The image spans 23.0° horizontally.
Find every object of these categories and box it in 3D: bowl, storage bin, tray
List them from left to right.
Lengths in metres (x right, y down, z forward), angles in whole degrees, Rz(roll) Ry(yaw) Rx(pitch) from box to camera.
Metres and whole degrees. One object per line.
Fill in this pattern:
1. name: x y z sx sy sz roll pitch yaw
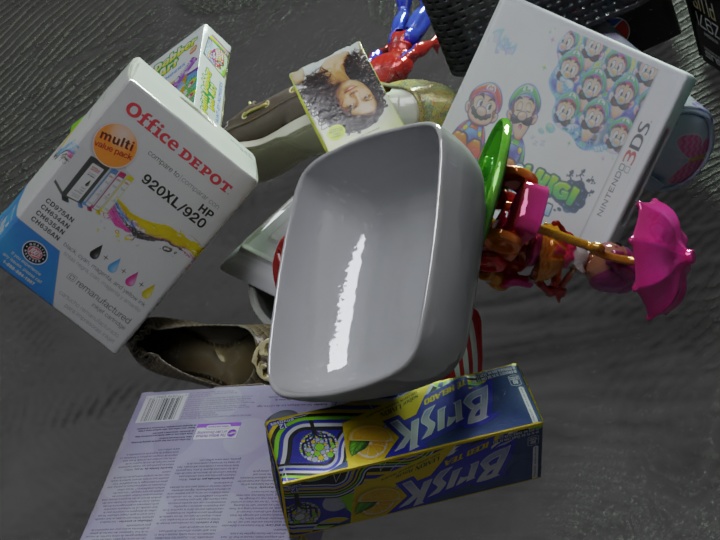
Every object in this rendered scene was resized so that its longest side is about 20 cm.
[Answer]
1. tray: -0.029 -0.055 1.584 0.107 0.022 0.200 23 58 43
2. bowl: 0.019 0.004 1.312 0.200 0.074 0.201 -13 63 52
3. storage bin: 0.154 -0.273 1.620 0.199 0.094 0.135 -22 29 7

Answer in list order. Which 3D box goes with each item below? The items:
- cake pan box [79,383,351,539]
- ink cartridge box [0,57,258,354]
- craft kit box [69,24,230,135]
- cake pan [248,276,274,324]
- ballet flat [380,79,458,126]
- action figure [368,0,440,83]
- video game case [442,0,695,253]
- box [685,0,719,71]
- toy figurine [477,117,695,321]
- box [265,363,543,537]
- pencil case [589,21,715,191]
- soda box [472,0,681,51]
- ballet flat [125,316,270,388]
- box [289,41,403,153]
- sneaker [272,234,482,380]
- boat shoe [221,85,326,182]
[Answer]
1. cake pan box: -0.118 0.174 1.409 0.199 0.052 0.185 -5 41 22
2. ink cartridge box: -0.207 -0.062 1.561 0.200 0.147 0.145 -49 13 7
3. craft kit box: -0.217 -0.125 1.750 0.200 0.049 0.198 -33 31 25
4. cake pan: 0.000 0.000 1.554 0.199 0.037 0.201 -14 40 13
5. ballet flat: 0.012 -0.151 1.690 0.199 0.071 0.071 13 52 41
6. action figure: 0.048 -0.237 1.790 0.065 0.052 0.201 -2 49 33
7. video game case: 0.163 -0.119 1.509 0.200 0.024 0.183 30 100 33
8. box: 0.366 -0.230 1.526 0.086 0.164 0.200 -31 40 -9
9. toy figurine: 0.168 -0.013 1.403 0.183 0.200 0.151 18 71 -4
10. box: 0.034 0.134 1.320 0.199 0.070 0.064 -13 46 -8
11. pencil case: 0.232 -0.149 1.568 0.091 0.083 0.200 -40 39 3
12. soda box: 0.197 -0.223 1.676 0.199 0.071 0.063 -24 35 2
13. ballet flat: -0.128 0.070 1.516 0.199 0.046 0.068 9 84 37
14. box: 0.009 -0.104 1.549 0.075 0.050 0.200 -26 59 -2
15. sneaker: 0.021 0.040 1.443 0.115 0.078 0.200 -17 60 -40
16. boat shoe: -0.085 -0.134 1.689 0.199 0.072 0.060 -18 59 39
